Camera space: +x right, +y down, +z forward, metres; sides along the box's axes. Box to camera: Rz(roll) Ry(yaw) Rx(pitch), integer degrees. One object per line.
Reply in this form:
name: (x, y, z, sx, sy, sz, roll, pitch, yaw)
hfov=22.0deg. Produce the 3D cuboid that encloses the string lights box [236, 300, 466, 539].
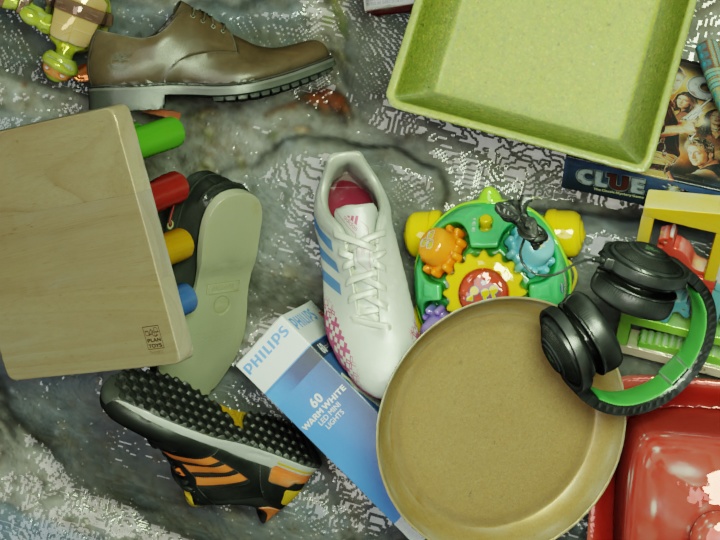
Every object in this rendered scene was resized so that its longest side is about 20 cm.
string lights box: (0.001, 0.119, 1.469, 0.200, 0.103, 0.059, 45, 103, 4)

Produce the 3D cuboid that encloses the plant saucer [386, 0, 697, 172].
plant saucer: (0.141, -0.184, 1.361, 0.199, 0.048, 0.201, 16, 82, 9)

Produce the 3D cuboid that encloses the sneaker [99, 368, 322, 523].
sneaker: (-0.130, 0.149, 1.476, 0.199, 0.070, 0.090, 23, 111, -30)

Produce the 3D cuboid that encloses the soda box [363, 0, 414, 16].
soda box: (0.100, -0.245, 1.439, 0.198, 0.063, 0.071, -6, 92, 11)

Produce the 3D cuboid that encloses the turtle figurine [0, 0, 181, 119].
turtle figurine: (-0.216, -0.214, 1.503, 0.199, 0.064, 0.162, 23, 98, -1)

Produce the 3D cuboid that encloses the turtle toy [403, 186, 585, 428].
turtle toy: (0.102, 0.035, 1.442, 0.145, 0.101, 0.202, -1, 97, 11)

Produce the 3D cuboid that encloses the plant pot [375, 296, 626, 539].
plant pot: (0.103, 0.116, 1.388, 0.199, 0.027, 0.202, -3, 101, -17)

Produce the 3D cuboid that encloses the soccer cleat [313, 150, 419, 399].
soccer cleat: (0.000, 0.000, 1.428, 0.069, 0.086, 0.201, -11, 63, -6)

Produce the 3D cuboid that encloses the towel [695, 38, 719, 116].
towel: (0.333, -0.088, 1.340, 0.146, 0.022, 0.201, 2, 53, -19)

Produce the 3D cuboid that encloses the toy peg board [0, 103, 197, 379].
toy peg board: (-0.208, -0.029, 1.478, 0.199, 0.098, 0.201, -7, 102, 39)

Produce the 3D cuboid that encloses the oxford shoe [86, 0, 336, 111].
oxford shoe: (-0.117, -0.172, 1.460, 0.199, 0.073, 0.085, -5, 95, -14)

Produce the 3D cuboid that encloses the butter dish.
butter dish: (0.270, 0.190, 1.400, 0.198, 0.148, 0.201, 5, 96, 10)

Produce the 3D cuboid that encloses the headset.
headset: (0.174, 0.021, 1.350, 0.124, 0.094, 0.200, -47, 125, 4)

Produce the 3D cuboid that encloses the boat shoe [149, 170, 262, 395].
boat shoe: (-0.133, 0.018, 1.511, 0.063, 0.073, 0.203, 34, 116, 45)

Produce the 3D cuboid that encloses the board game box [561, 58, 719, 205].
board game box: (0.262, -0.098, 1.390, 0.199, 0.136, 0.035, 13, 139, 9)

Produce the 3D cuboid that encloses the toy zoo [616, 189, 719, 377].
toy zoo: (0.266, 0.007, 1.384, 0.130, 0.021, 0.201, 13, 140, 10)
